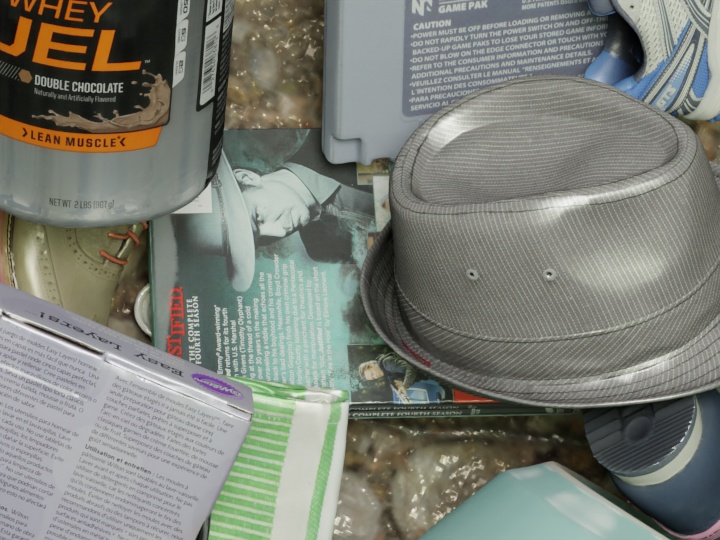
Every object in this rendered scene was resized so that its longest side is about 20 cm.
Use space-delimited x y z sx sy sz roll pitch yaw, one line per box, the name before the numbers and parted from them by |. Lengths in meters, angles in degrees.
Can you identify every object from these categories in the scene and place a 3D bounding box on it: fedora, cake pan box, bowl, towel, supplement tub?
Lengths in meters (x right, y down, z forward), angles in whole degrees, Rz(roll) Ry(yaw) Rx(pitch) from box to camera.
fedora | 0.092 -0.025 1.302 0.200 0.090 0.177 6 44 24
cake pan box | -0.163 0.102 1.284 0.200 0.052 0.185 22 105 -7
bowl | 0.105 0.158 1.320 0.201 0.201 0.105 31 91 -6
towel | -0.112 0.114 1.326 0.199 0.023 0.153 7 101 -5
supplement tub | -0.112 -0.129 1.235 0.122 0.123 0.200 1 124 -8

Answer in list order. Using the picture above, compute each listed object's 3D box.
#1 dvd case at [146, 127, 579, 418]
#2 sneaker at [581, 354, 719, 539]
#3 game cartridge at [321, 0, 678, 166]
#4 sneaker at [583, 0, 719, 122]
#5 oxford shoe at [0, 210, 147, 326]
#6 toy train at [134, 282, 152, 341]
dvd case | 0.000 0.000 1.381 0.199 0.022 0.146 -1 67 -9
sneaker | 0.141 0.044 1.351 0.070 0.200 0.082 -23 126 24
game cartridge | 0.078 -0.123 1.370 0.199 0.041 0.133 -8 127 -17
sneaker | 0.134 -0.149 1.311 0.085 0.077 0.200 -10 123 -11
oxford shoe | -0.126 -0.026 1.349 0.075 0.070 0.201 -5 85 14
toy train | -0.109 0.107 1.370 0.150 0.056 0.200 39 84 -5
